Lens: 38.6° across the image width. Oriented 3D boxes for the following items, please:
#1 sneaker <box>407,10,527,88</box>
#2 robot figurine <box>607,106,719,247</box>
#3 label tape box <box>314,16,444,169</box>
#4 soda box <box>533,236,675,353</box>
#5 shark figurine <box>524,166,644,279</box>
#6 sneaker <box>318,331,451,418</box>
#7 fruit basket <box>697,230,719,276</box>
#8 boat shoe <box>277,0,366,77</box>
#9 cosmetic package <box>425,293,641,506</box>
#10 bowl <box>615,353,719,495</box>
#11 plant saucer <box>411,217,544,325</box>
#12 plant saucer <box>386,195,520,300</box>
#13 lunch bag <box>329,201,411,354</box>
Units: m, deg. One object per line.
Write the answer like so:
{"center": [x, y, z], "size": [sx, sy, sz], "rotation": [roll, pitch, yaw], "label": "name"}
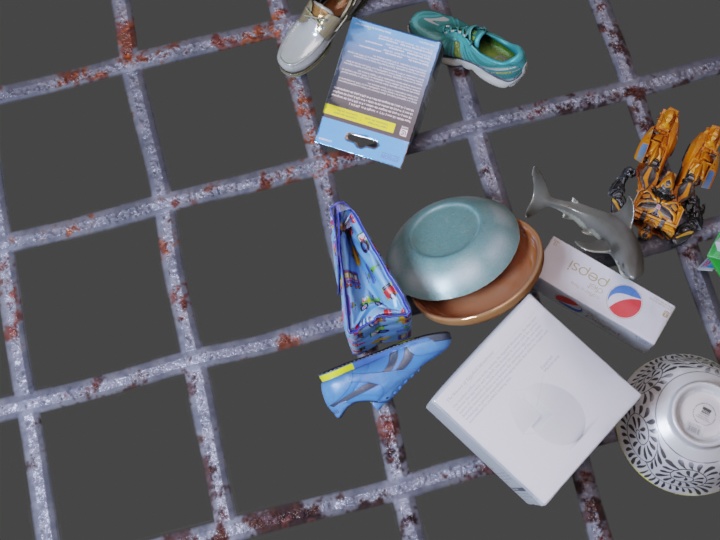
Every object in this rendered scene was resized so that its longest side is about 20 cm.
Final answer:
{"center": [0.168, -0.357, 1.588], "size": [0.200, 0.080, 0.078], "rotation": [25, 76, 10], "label": "sneaker"}
{"center": [0.454, -0.135, 1.523], "size": [0.145, 0.058, 0.200], "rotation": [23, 75, 10], "label": "robot figurine"}
{"center": [0.029, -0.266, 1.569], "size": [0.144, 0.063, 0.200], "rotation": [18, 91, 7], "label": "label tape box"}
{"center": [0.343, 0.035, 1.475], "size": [0.200, 0.064, 0.068], "rotation": [31, 77, 10], "label": "soda box"}
{"center": [0.347, -0.079, 1.482], "size": [0.214, 0.090, 0.128], "rotation": [41, 34, 26], "label": "shark figurine"}
{"center": [0.042, 0.147, 1.457], "size": [0.200, 0.066, 0.079], "rotation": [-22, 86, -4], "label": "sneaker"}
{"center": [0.591, -0.062, 1.442], "size": [0.094, 0.185, 0.200], "rotation": [45, 81, -22], "label": "fruit basket"}
{"center": [-0.064, -0.395, 1.614], "size": [0.075, 0.068, 0.200], "rotation": [33, 78, 11], "label": "boat shoe"}
{"center": [0.229, 0.177, 1.399], "size": [0.200, 0.123, 0.199], "rotation": [44, 81, 6], "label": "cosmetic package"}
{"center": [0.457, 0.202, 1.406], "size": [0.200, 0.094, 0.201], "rotation": [-1, 73, 2], "label": "bowl"}
{"center": [0.167, 0.005, 1.459], "size": [0.200, 0.037, 0.200], "rotation": [-18, 40, 16], "label": "plant saucer"}
{"center": [0.125, -0.046, 1.468], "size": [0.201, 0.039, 0.201], "rotation": [-15, 43, 14], "label": "plant saucer"}
{"center": [0.000, 0.000, 1.452], "size": [0.094, 0.151, 0.200], "rotation": [-18, 74, -3], "label": "lunch bag"}
